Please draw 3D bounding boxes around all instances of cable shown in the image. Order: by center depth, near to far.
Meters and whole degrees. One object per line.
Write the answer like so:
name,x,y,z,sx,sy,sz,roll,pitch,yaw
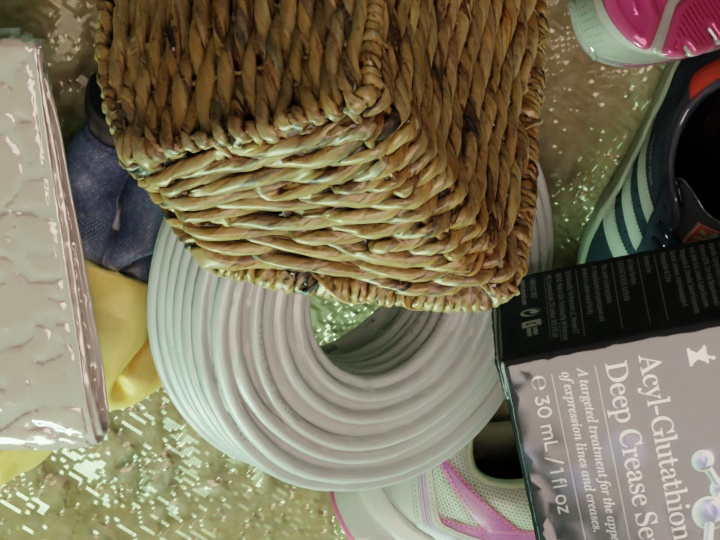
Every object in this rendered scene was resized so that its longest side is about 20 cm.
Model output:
cable,0.000,0.000,1.331,0.200,0.069,0.201,22,94,-39

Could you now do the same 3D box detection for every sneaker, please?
sneaker,0.168,-0.145,1.296,0.199,0.088,0.082,-21,92,-25
sneaker,0.150,-0.019,1.369,0.075,0.085,0.201,9,116,-12
sneaker,0.088,0.124,1.436,0.200,0.081,0.088,28,112,-20

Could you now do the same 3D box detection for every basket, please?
basket,-0.016,-0.085,1.231,0.142,0.201,0.149,-13,141,24

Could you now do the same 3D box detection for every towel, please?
towel,-0.218,-0.009,1.316,0.199,0.032,0.192,-2,110,12

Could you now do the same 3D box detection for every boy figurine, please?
boy figurine,-0.126,0.016,1.363,0.124,0.064,0.200,19,114,-17

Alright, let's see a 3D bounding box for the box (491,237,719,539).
box,0.168,0.070,1.300,0.199,0.107,0.149,-12,109,5
